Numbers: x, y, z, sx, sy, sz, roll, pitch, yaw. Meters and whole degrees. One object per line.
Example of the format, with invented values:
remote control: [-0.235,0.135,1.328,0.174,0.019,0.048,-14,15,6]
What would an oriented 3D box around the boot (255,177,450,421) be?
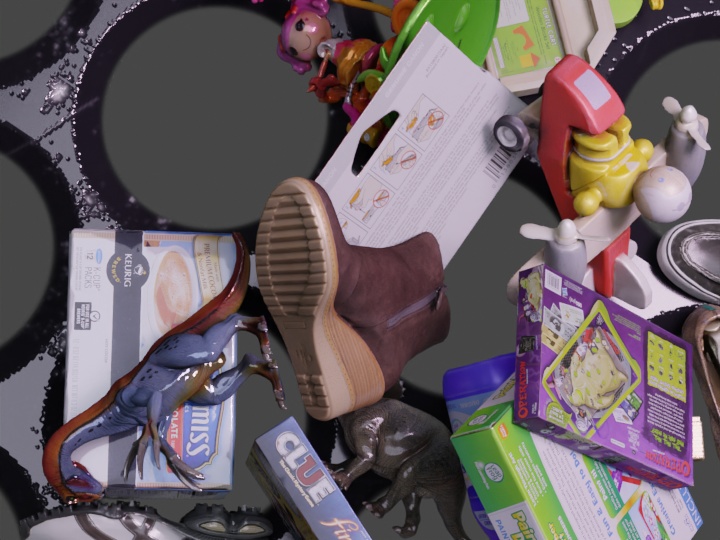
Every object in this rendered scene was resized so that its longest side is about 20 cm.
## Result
boot: [0.000,0.000,1.418,0.166,0.072,0.201,-35,124,-46]

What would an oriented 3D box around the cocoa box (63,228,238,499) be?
cocoa box: [-0.162,0.077,1.451,0.131,0.133,0.201,2,80,-6]

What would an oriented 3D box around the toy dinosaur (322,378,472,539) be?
toy dinosaur: [0.035,0.148,1.485,0.200,0.077,0.102,40,87,6]

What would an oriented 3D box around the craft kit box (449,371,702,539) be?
craft kit box: [0.170,0.162,1.416,0.197,0.048,0.200,-39,107,-52]

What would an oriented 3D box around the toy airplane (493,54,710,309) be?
toy airplane: [0.201,-0.051,1.469,0.199,0.141,0.201,18,83,-44]

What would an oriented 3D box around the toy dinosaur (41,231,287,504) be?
toy dinosaur: [-0.148,0.093,1.363,0.181,0.105,0.200,-14,49,-2]

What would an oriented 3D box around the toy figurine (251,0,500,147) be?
toy figurine: [-0.009,-0.194,1.524,0.184,0.200,0.150,32,34,25]

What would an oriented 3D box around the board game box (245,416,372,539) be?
board game box: [-0.034,0.185,1.409,0.035,0.200,0.136,-32,85,-10]

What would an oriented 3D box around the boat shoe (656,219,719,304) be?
boat shoe: [0.347,-0.001,1.539,0.199,0.064,0.071,14,79,-2]

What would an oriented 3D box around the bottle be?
bottle: [0.121,0.167,1.458,0.065,0.083,0.201,-10,85,-35]

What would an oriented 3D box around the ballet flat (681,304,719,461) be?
ballet flat: [0.317,0.121,1.514,0.068,0.067,0.200,-25,83,-8]

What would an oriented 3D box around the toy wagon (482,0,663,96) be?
toy wagon: [0.156,-0.215,1.575,0.199,0.040,0.156,-12,82,-7]

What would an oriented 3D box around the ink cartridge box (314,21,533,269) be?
ink cartridge box: [0.034,-0.080,1.468,0.200,0.173,0.044,-55,44,1]

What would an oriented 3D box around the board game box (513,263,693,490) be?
board game box: [0.187,0.084,1.411,0.200,0.032,0.120,27,54,-42]

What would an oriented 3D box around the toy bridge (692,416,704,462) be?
toy bridge: [0.179,0.126,1.523,0.199,0.027,0.067,-1,80,-5]

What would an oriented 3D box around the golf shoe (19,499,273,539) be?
golf shoe: [-0.169,0.227,1.455,0.199,0.078,0.095,4,80,-3]
